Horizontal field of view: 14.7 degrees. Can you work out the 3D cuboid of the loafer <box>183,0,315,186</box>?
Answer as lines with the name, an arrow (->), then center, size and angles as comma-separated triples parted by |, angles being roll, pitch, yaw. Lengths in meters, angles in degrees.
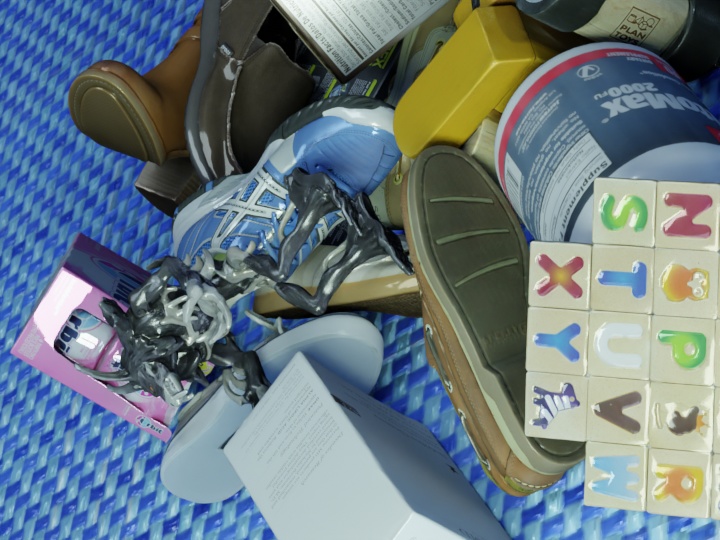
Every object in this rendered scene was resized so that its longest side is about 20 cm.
loafer -> -0.069, -0.120, 1.851 | 0.071, 0.073, 0.200 | -16, 56, 23

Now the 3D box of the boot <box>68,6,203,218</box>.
boot -> -0.122, -0.139, 1.928 | 0.074, 0.200, 0.155 | 23, 75, 22

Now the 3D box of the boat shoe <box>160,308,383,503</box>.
boat shoe -> -0.053, 0.066, 1.760 | 0.202, 0.075, 0.086 | -44, 28, 40

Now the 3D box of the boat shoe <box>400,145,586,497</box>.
boat shoe -> 0.061, 0.031, 1.550 | 0.068, 0.072, 0.200 | -43, 60, 52

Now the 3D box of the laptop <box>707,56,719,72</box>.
laptop -> 0.175, -0.194, 1.717 | 0.177, 0.103, 0.200 | -19, 74, 48

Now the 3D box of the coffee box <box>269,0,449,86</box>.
coffee box -> 0.037, -0.221, 1.741 | 0.200, 0.080, 0.114 | -38, 20, 10

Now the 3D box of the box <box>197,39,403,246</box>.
box -> -0.023, -0.101, 1.884 | 0.160, 0.044, 0.200 | 19, 79, 58

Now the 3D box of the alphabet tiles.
alphabet tiles -> 0.175, 0.040, 1.368 | 0.200, 0.006, 0.167 | 4, 95, 24

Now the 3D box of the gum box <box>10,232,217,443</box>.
gum box -> -0.156, 0.041, 1.805 | 0.066, 0.113, 0.200 | -58, 6, 5

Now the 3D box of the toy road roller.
toy road roller -> 0.107, -0.140, 1.622 | 0.200, 0.123, 0.146 | -51, 36, 27

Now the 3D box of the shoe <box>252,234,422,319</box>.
shoe -> 0.000, 0.000, 1.719 | 0.200, 0.070, 0.053 | -4, 78, 50

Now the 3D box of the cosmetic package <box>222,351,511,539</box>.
cosmetic package -> 0.012, 0.139, 1.552 | 0.081, 0.113, 0.200 | -54, 32, 7

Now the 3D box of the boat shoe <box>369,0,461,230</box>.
boat shoe -> 0.059, -0.111, 1.760 | 0.066, 0.074, 0.200 | 15, 76, 45

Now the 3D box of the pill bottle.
pill bottle -> 0.157, -0.029, 1.486 | 0.120, 0.120, 0.200 | -50, 32, 13

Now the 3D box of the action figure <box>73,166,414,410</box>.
action figure -> -0.073, 0.028, 1.635 | 0.200, 0.119, 0.102 | -38, 44, 11

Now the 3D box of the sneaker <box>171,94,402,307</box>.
sneaker -> -0.040, -0.035, 1.701 | 0.200, 0.076, 0.077 | -38, 36, 37
